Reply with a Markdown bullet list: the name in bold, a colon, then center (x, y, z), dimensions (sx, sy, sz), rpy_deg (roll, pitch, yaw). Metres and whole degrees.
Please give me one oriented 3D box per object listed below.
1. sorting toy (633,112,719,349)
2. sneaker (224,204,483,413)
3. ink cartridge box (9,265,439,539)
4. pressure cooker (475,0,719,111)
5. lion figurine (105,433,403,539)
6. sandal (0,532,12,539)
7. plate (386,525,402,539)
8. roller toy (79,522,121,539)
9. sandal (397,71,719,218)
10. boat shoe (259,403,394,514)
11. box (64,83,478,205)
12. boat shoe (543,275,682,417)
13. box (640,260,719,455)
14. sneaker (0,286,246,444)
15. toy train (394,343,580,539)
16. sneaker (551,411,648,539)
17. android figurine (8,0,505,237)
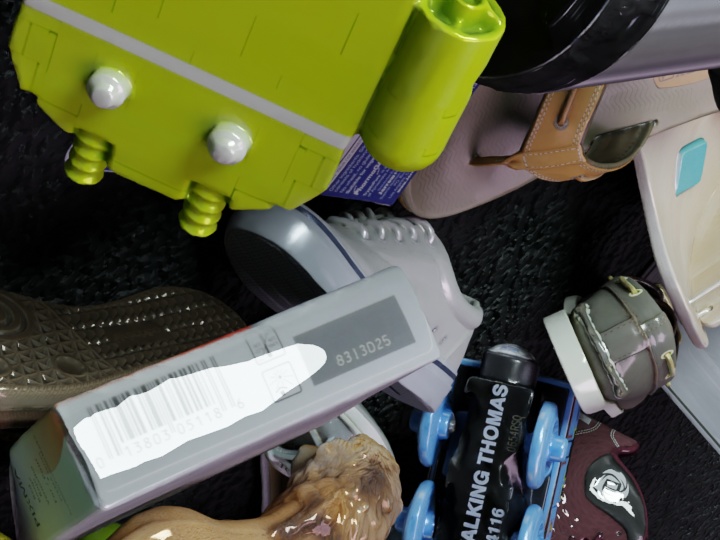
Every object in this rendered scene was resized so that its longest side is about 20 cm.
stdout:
- **sorting toy**: center (0.209, -0.086, 0.972), dimensions (0.200, 0.107, 0.180), rpy_deg (-33, 140, 6)
- **sneaker**: center (0.000, 0.000, 0.898), dimensions (0.071, 0.073, 0.200), rpy_deg (-62, 151, -11)
- **ink cartridge box**: center (-0.076, 0.068, 0.816), dimensions (0.162, 0.050, 0.200), rpy_deg (-22, 176, -28)
- **pressure cooker**: center (0.110, -0.153, 0.680), dimensions (0.200, 0.179, 0.176), rpy_deg (-13, 139, -38)
- **lion figurine**: center (-0.062, 0.131, 0.840), dimensions (0.123, 0.072, 0.200), rpy_deg (-55, 156, 20)
- **sandal**: center (-0.196, 0.145, 0.823), dimensions (0.079, 0.087, 0.200), rpy_deg (-39, 166, -31)
- **plate**: center (-0.008, 0.191, 1.118), dimensions (0.200, 0.026, 0.200), rpy_deg (-37, 169, -8)
- **roller toy**: center (-0.107, 0.247, 0.955), dimensions (0.140, 0.200, 0.182), rpy_deg (-32, 124, 17)
- **sandal**: center (0.110, -0.073, 0.879), dimensions (0.199, 0.054, 0.081), rpy_deg (-18, 130, -5)
- **boat shoe**: center (-0.028, 0.100, 0.988), dimensions (0.065, 0.074, 0.202), rpy_deg (-34, 157, -15)
- **box**: center (-0.025, -0.086, 0.771), dimensions (0.200, 0.032, 0.121), rpy_deg (3, 130, -51)
- **boat shoe**: center (0.145, 0.038, 1.036), dimensions (0.060, 0.072, 0.202), rpy_deg (-26, 175, 11)
- **box**: center (0.248, 0.058, 1.099), dimensions (0.060, 0.200, 0.117), rpy_deg (6, 129, -51)
- **sneaker**: center (-0.129, 0.055, 0.809), dimensions (0.200, 0.070, 0.076), rpy_deg (-1, 127, -48)
- **toy train**: center (0.065, 0.138, 1.012), dimensions (0.114, 0.086, 0.201), rpy_deg (18, 84, -75)
- **sneaker**: center (0.108, 0.173, 1.111), dimensions (0.076, 0.115, 0.201), rpy_deg (71, 41, -76)
- **android figurine**: center (-0.047, -0.092, 0.633), dimensions (0.200, 0.182, 0.041), rpy_deg (-61, -174, 41)
